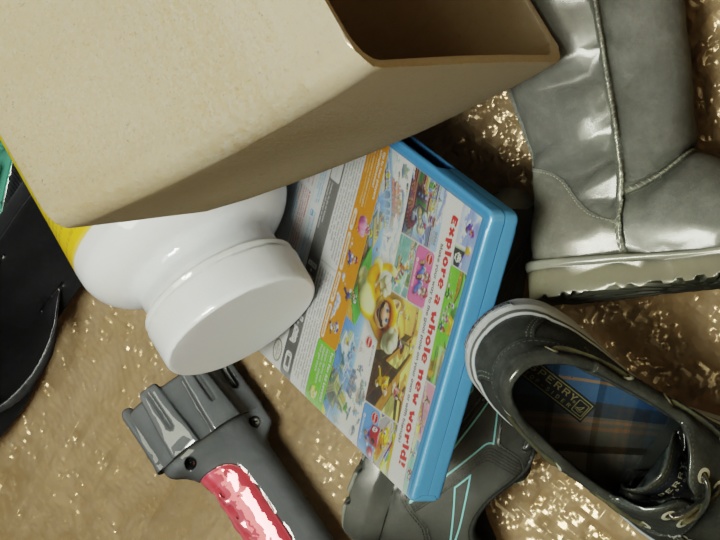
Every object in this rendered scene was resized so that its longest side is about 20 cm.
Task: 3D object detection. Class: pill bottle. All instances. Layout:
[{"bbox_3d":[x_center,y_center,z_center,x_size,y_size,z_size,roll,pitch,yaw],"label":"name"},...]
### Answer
[{"bbox_3d":[-0.105,-0.053,1.257,0.112,0.112,0.200,-43,67,29],"label":"pill bottle"}]

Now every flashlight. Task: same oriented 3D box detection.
[{"bbox_3d":[-0.048,0.141,1.311,0.068,0.068,0.200,-42,80,32],"label":"flashlight"}]

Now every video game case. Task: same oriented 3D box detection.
[{"bbox_3d":[0.000,0.000,1.224,0.200,0.018,0.143,41,122,52],"label":"video game case"}]

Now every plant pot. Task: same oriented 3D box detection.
[{"bbox_3d":[-0.067,-0.122,1.106,0.177,0.200,0.200,-36,79,25],"label":"plant pot"}]

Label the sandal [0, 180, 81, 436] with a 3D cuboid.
[{"bbox_3d":[-0.187,0.025,1.355,0.200,0.076,0.043,-59,31,25],"label":"sandal"}]

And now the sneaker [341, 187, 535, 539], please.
[{"bbox_3d":[0.057,0.054,1.241,0.079,0.075,0.200,23,117,8],"label":"sneaker"}]

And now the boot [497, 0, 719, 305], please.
[{"bbox_3d":[0.141,-0.091,1.159,0.182,0.073,0.200,-5,82,9],"label":"boot"}]

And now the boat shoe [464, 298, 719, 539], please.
[{"bbox_3d":[0.128,0.085,1.146,0.200,0.057,0.069,33,103,-20],"label":"boat shoe"}]

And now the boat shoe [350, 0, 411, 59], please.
[{"bbox_3d":[0.017,-0.173,1.209,0.066,0.072,0.200,-12,78,-1],"label":"boat shoe"}]

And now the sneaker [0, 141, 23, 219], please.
[{"bbox_3d":[-0.217,-0.116,1.367,0.088,0.074,0.200,9,111,58],"label":"sneaker"}]
